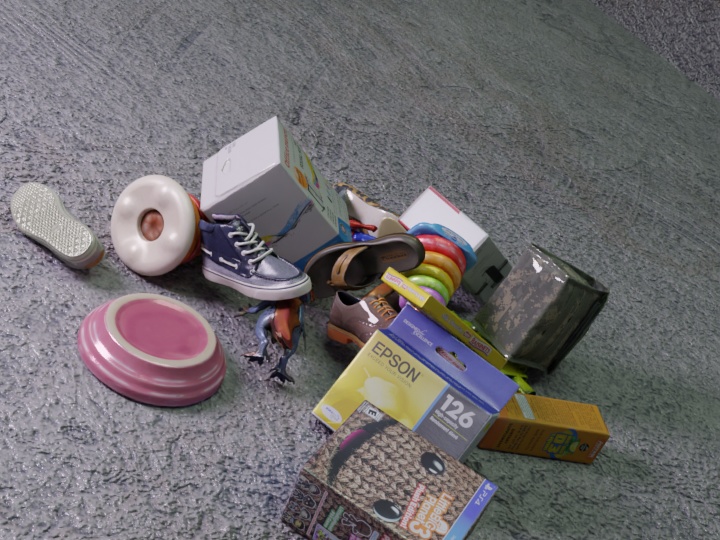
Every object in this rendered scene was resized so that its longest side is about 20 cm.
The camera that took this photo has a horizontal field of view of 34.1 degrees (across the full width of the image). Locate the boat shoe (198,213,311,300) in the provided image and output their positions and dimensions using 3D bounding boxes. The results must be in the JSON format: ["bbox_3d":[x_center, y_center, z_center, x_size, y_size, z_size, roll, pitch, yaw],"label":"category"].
[{"bbox_3d":[-0.154,-0.022,1.638,0.200,0.093,0.075,12,31,38],"label":"boat shoe"}]

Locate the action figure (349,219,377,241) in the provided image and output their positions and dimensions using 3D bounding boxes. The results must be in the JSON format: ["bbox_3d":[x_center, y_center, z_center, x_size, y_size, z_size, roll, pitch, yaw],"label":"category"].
[{"bbox_3d":[0.003,-0.048,1.967,0.200,0.065,0.052,30,52,7],"label":"action figure"}]

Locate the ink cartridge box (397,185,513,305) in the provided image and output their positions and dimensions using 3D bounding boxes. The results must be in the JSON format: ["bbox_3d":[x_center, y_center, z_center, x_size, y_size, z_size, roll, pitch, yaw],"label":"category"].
[{"bbox_3d":[0.166,-0.035,1.950,0.144,0.084,0.200,44,0,30],"label":"ink cartridge box"}]

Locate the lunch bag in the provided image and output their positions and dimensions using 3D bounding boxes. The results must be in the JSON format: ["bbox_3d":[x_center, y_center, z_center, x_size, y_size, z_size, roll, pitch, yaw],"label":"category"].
[{"bbox_3d":[0.299,0.070,1.846,0.200,0.164,0.118,20,21,-50],"label":"lunch bag"}]

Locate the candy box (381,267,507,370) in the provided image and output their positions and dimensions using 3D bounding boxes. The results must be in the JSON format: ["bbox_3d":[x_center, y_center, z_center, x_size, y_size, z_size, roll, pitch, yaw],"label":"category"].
[{"bbox_3d":[0.118,0.069,1.635,0.200,0.026,0.102,39,-5,-40],"label":"candy box"}]

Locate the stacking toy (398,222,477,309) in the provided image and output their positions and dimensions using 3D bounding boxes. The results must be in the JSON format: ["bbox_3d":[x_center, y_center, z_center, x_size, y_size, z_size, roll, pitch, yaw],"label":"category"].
[{"bbox_3d":[0.093,0.035,1.745,0.116,0.110,0.200,33,45,-15],"label":"stacking toy"}]

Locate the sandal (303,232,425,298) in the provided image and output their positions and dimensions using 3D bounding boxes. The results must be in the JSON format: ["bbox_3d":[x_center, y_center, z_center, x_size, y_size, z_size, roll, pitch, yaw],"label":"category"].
[{"bbox_3d":[0.000,0.000,1.724,0.200,0.082,0.055,-12,32,22],"label":"sandal"}]

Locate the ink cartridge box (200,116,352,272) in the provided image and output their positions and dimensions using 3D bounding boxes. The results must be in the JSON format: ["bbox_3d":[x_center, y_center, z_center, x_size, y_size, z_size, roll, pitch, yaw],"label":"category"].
[{"bbox_3d":[-0.127,-0.097,1.779,0.200,0.145,0.147,50,17,-32],"label":"ink cartridge box"}]

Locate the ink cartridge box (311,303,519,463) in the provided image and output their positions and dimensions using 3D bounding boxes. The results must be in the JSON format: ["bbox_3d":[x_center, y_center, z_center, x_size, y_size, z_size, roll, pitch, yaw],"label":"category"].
[{"bbox_3d":[0.072,0.172,1.552,0.198,0.200,0.047,36,-4,20],"label":"ink cartridge box"}]

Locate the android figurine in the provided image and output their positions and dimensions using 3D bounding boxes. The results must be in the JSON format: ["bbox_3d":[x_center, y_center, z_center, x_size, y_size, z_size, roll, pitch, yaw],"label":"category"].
[{"bbox_3d":[0.183,0.129,1.811,0.182,0.041,0.200,14,28,-50],"label":"android figurine"}]

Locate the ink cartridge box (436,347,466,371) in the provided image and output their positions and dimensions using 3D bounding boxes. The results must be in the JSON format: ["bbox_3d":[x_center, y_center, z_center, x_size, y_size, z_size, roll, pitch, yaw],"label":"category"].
[{"bbox_3d":[0.090,0.163,1.688,0.200,0.067,0.116,-12,44,-46],"label":"ink cartridge box"}]

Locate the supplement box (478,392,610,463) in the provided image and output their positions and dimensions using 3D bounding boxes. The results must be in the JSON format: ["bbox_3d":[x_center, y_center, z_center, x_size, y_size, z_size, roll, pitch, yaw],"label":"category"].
[{"bbox_3d":[0.262,0.228,1.716,0.200,0.067,0.069,10,33,-24],"label":"supplement box"}]

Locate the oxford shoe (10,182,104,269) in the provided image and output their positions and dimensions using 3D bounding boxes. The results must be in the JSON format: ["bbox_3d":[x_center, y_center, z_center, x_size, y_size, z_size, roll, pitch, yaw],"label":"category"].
[{"bbox_3d":[-0.434,-0.061,1.675,0.200,0.075,0.058,36,-11,33],"label":"oxford shoe"}]

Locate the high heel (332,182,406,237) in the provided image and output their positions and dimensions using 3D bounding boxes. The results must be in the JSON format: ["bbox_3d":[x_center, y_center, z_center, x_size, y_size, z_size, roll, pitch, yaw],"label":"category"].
[{"bbox_3d":[0.030,-0.089,2.062,0.200,0.071,0.143,31,13,-8],"label":"high heel"}]

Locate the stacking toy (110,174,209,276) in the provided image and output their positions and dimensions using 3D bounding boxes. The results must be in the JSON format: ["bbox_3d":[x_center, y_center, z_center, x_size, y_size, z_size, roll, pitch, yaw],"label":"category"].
[{"bbox_3d":[-0.263,-0.060,1.763,0.146,0.146,0.200,39,14,23],"label":"stacking toy"}]

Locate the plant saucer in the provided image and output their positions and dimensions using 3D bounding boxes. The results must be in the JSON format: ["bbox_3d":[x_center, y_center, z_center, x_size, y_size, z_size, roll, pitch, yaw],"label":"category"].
[{"bbox_3d":[-0.269,0.095,1.550,0.200,0.051,0.201,19,30,-11],"label":"plant saucer"}]

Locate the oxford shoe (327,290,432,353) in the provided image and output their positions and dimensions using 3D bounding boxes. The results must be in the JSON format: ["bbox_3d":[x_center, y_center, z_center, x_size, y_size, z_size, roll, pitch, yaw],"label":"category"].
[{"bbox_3d":[0.026,0.075,1.663,0.200,0.073,0.071,12,15,42],"label":"oxford shoe"}]

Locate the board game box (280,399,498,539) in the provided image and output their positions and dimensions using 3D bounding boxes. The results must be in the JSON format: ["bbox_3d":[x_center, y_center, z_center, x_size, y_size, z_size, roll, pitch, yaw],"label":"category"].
[{"bbox_3d":[0.035,0.280,1.414,0.200,0.097,0.159,32,38,12],"label":"board game box"}]

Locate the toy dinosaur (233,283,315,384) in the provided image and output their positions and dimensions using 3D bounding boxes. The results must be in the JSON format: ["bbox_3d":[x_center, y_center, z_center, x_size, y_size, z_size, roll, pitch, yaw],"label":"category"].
[{"bbox_3d":[-0.094,0.065,1.641,0.105,0.200,0.182,31,59,-20],"label":"toy dinosaur"}]

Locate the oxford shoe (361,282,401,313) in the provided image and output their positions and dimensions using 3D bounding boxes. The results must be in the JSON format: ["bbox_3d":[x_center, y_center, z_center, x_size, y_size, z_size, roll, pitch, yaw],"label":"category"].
[{"bbox_3d":[0.068,0.049,1.855,0.073,0.071,0.200,50,41,10],"label":"oxford shoe"}]
